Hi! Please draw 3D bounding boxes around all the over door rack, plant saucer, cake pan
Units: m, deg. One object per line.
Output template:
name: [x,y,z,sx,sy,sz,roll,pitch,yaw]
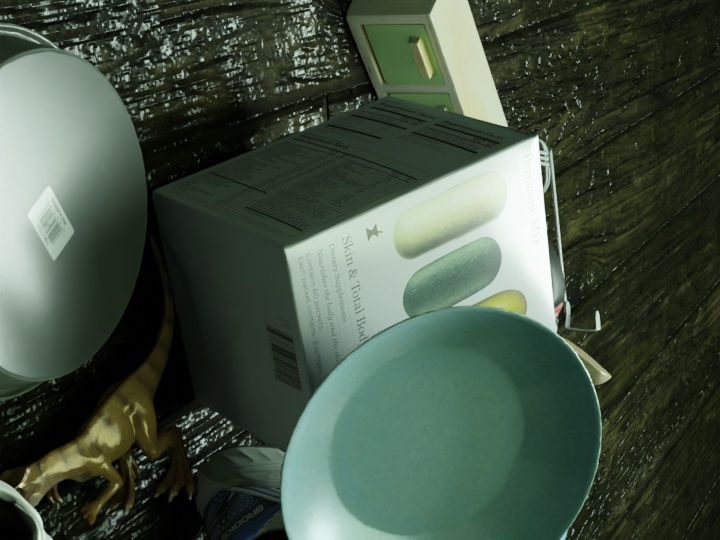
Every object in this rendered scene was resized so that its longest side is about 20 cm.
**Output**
over door rack: [0.153,-0.031,1.375,0.147,0.066,0.202,0,73,-63]
plant saucer: [0.044,0.107,0.851,0.199,0.039,0.203,-8,114,-17]
cake pan: [-0.177,-0.029,0.771,0.200,0.036,0.203,-17,109,-62]

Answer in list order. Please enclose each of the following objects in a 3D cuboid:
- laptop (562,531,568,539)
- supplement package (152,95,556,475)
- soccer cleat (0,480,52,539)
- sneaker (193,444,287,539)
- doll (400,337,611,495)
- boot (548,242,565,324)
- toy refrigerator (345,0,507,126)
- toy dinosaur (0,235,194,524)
laptop: [0.115,0.233,1.188,0.200,0.115,0.189,83,26,-79]
supplement package: [0.000,0.000,0.928,0.199,0.150,0.153,-25,119,-31]
soccer cleat: [-0.184,0.145,0.727,0.201,0.084,0.069,59,43,-48]
sneaker: [-0.012,0.171,0.966,0.077,0.198,0.086,108,-23,-50]
doll: [0.069,0.126,0.920,0.136,0.048,0.201,27,102,-47]
boot: [0.116,0.070,1.104,0.144,0.072,0.203,6,83,-56]
toy refrigerator: [0.059,-0.149,1.182,0.070,0.075,0.201,-65,147,-34]
toy dinosaur: [-0.133,0.083,0.847,0.201,0.060,0.107,-57,140,-44]
